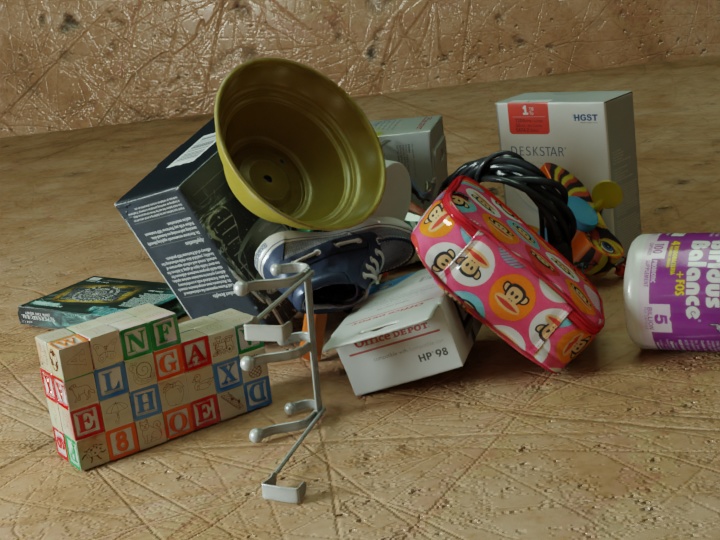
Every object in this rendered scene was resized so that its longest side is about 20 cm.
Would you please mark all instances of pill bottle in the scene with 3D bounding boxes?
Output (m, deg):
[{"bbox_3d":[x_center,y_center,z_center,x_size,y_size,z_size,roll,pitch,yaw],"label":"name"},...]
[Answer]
[{"bbox_3d":[0.354,0.020,1.144,0.199,0.113,0.112,0,17,27],"label":"pill bottle"},{"bbox_3d":[-0.042,-0.106,1.590,0.199,0.117,0.116,11,23,31],"label":"pill bottle"}]

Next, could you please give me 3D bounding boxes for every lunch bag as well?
[{"bbox_3d":[0.145,-0.001,1.201,0.082,0.200,0.176,-49,1,17],"label":"lunch bag"}]

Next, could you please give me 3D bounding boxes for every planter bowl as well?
[{"bbox_3d":[-0.078,-0.111,1.259,0.200,0.201,0.083,-22,-12,-44],"label":"planter bowl"}]

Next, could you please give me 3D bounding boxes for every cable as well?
[{"bbox_3d":[0.154,-0.046,1.319,0.163,0.201,0.051,17,45,37],"label":"cable"}]

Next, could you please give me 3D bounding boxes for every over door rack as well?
[{"bbox_3d":[-0.074,0.086,1.040,0.066,0.149,0.200,-4,15,5],"label":"over door rack"}]

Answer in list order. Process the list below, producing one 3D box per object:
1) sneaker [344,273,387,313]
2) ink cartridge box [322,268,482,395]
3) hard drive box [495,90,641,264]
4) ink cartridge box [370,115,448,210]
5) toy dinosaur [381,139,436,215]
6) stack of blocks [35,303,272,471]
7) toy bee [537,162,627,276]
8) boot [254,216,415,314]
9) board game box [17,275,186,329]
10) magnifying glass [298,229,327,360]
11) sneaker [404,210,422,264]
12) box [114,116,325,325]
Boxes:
[{"bbox_3d":[0.000,-0.001,1.480,0.107,0.068,0.201,-18,16,-27],"label":"sneaker"},{"bbox_3d":[0.047,0.058,1.197,0.115,0.067,0.200,-18,12,20],"label":"ink cartridge box"},{"bbox_3d":[0.258,-0.116,1.522,0.155,0.201,0.077,5,19,40],"label":"hard drive box"},{"bbox_3d":[0.028,-0.145,1.843,0.199,0.146,0.145,-4,15,13],"label":"ink cartridge box"},{"bbox_3d":[0.022,-0.133,1.699,0.181,0.105,0.200,26,4,-29],"label":"toy dinosaur"},{"bbox_3d":[-0.187,0.093,1.136,0.199,0.116,0.058,-16,18,-32],"label":"stack of blocks"},{"bbox_3d":[0.259,-0.031,1.427,0.108,0.201,0.131,17,-28,-24],"label":"toy bee"},{"bbox_3d":[-0.005,0.001,1.264,0.199,0.073,0.090,-10,40,-34],"label":"boot"},{"bbox_3d":[-0.313,0.044,1.538,0.199,0.028,0.135,5,20,36],"label":"board game box"},{"bbox_3d":[-0.040,0.002,1.319,0.079,0.201,0.022,30,-34,-34],"label":"magnifying glass"},{"bbox_3d":[0.080,-0.031,1.586,0.199,0.071,0.093,6,38,35],"label":"sneaker"},{"bbox_3d":[-0.127,-0.056,1.363,0.123,0.197,0.200,-8,31,44],"label":"box"}]
